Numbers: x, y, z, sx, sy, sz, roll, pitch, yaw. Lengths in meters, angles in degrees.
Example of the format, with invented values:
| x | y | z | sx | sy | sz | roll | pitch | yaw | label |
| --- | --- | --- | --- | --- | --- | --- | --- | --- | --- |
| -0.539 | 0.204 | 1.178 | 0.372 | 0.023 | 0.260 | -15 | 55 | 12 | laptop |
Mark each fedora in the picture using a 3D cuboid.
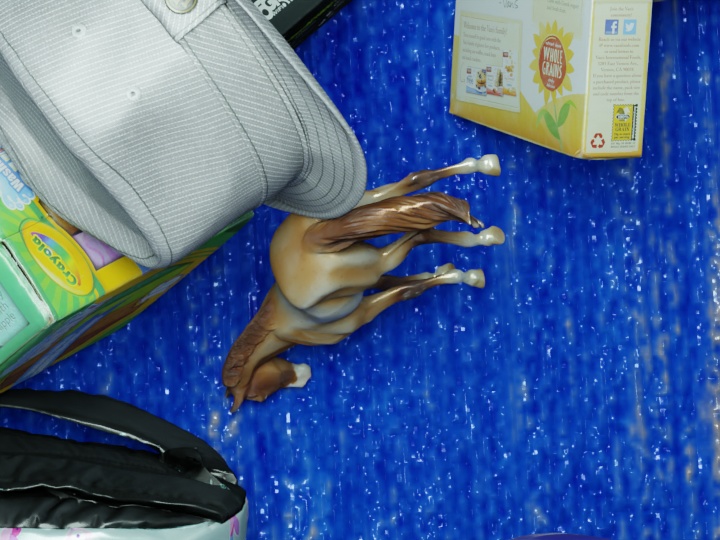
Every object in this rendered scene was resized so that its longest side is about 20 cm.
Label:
| x | y | z | sx | sy | sz | roll | pitch | yaw | label |
| --- | --- | --- | --- | --- | --- | --- | --- | --- | --- |
| -0.100 | -0.071 | 1.076 | 0.090 | 0.177 | 0.200 | -44 | 100 | -21 | fedora |

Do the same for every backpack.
| x | y | z | sx | sy | sz | roll | pitch | yaw | label |
| --- | --- | --- | --- | --- | --- | --- | --- | --- | --- |
| -0.152 | 0.135 | 1.193 | 0.199 | 0.167 | 0.127 | 4 | 109 | -4 | backpack |

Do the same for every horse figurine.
| x | y | z | sx | sy | sz | roll | pitch | yaw | label |
| --- | --- | --- | --- | --- | --- | --- | --- | --- | --- |
| 0.000 | 0.000 | 1.195 | 0.132 | 0.200 | 0.050 | -15 | 72 | -13 | horse figurine |

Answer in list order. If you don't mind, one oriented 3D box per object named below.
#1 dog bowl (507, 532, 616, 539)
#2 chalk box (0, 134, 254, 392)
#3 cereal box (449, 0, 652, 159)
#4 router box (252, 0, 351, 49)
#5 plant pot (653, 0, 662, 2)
| x | y | z | sx | sy | sz | roll | pitch | yaw | label |
| --- | --- | --- | --- | --- | --- | --- | --- | --- | --- |
| 0.104 | 0.226 | 1.194 | 0.199 | 0.079 | 0.201 | 0 | 91 | -23 | dog bowl |
| -0.172 | -0.016 | 1.161 | 0.124 | 0.125 | 0.200 | 56 | 41 | 2 | chalk box |
| 0.093 | -0.163 | 1.202 | 0.039 | 0.144 | 0.201 | -2 | 103 | -23 | cereal box |
| -0.064 | -0.181 | 1.214 | 0.150 | 0.062 | 0.200 | 44 | 51 | 2 | router box |
| 0.209 | -0.248 | 1.238 | 0.199 | 0.187 | 0.188 | -18 | 86 | -19 | plant pot |
